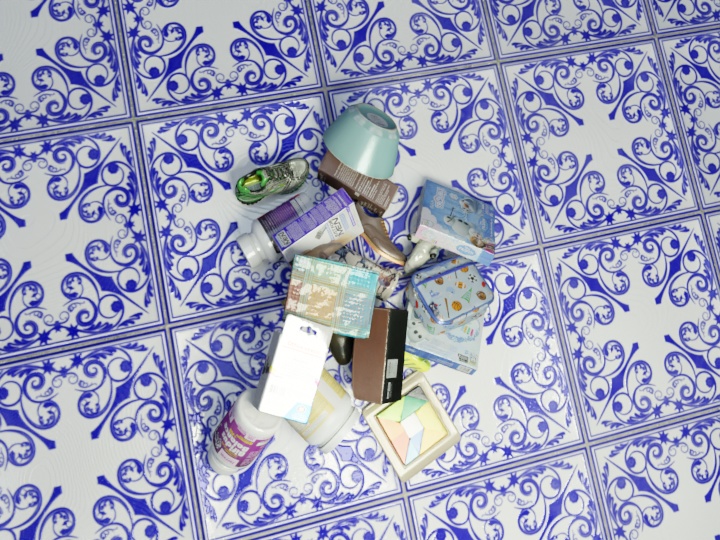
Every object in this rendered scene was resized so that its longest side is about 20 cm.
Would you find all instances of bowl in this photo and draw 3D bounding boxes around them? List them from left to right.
[{"bbox_3d":[0.016,-0.325,1.464,0.197,0.202,0.107,29,121,-3],"label":"bowl"}]

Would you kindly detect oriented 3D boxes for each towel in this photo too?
[{"bbox_3d":[-0.060,0.056,1.301,0.193,0.022,0.152,12,85,-15],"label":"towel"}]

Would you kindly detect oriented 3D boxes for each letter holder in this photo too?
[{"bbox_3d":[0.020,0.185,1.385,0.138,0.100,0.208,4,87,31],"label":"letter holder"}]

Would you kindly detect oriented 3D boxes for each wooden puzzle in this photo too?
[{"bbox_3d":[0.126,0.374,1.472,0.182,0.037,0.204,-32,87,-11],"label":"wooden puzzle"}]

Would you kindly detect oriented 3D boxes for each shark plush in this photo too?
[{"bbox_3d":[0.175,-0.070,1.516,0.089,0.085,0.200,28,48,17],"label":"shark plush"}]

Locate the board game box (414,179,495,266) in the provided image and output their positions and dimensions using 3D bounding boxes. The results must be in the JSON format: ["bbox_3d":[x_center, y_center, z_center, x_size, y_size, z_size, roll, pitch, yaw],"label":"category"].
[{"bbox_3d":[0.235,-0.121,1.496,0.193,0.044,0.203,20,41,-5],"label":"board game box"}]

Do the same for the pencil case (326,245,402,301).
[{"bbox_3d":[0.000,0.000,1.487,0.195,0.078,0.092,25,93,-3],"label":"pencil case"}]

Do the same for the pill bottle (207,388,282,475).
[{"bbox_3d":[-0.261,0.362,1.341,0.111,0.113,0.202,37,121,0],"label":"pill bottle"}]

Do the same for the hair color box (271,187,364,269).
[{"bbox_3d":[-0.095,-0.085,1.403,0.197,0.110,0.065,-34,54,-6],"label":"hair color box"}]

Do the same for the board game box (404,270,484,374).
[{"bbox_3d":[0.200,0.125,1.478,0.194,0.044,0.204,20,58,-4],"label":"board game box"}]

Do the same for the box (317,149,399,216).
[{"bbox_3d":[-0.008,-0.218,1.504,0.197,0.100,0.076,32,83,-2],"label":"box"}]

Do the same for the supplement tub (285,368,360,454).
[{"bbox_3d":[-0.109,0.301,1.395,0.200,0.145,0.145,45,79,1],"label":"supplement tub"}]

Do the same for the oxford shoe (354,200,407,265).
[{"bbox_3d":[0.046,-0.089,1.501,0.198,0.071,0.074,39,97,-1],"label":"oxford shoe"}]

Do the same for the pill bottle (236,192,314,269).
[{"bbox_3d":[-0.193,-0.091,1.456,0.197,0.111,0.113,-31,87,-11],"label":"pill bottle"}]

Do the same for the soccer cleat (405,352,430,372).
[{"bbox_3d":[0.078,0.203,1.487,0.196,0.065,0.085,27,106,-7],"label":"soccer cleat"}]

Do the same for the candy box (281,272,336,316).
[{"bbox_3d":[-0.122,0.048,1.401,0.056,0.200,0.117,43,78,-2],"label":"candy box"}]

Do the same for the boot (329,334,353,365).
[{"bbox_3d":[-0.052,0.123,1.452,0.072,0.097,0.207,-9,83,-8],"label":"boot"}]

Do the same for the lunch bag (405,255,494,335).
[{"bbox_3d":[0.206,0.053,1.444,0.195,0.076,0.163,-17,64,-25],"label":"lunch bag"}]

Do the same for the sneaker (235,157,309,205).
[{"bbox_3d":[-0.212,-0.221,1.485,0.195,0.085,0.080,-27,86,-11],"label":"sneaker"}]

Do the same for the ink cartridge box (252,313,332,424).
[{"bbox_3d":[-0.141,0.203,1.282,0.112,0.068,0.206,19,83,-20],"label":"ink cartridge box"}]
